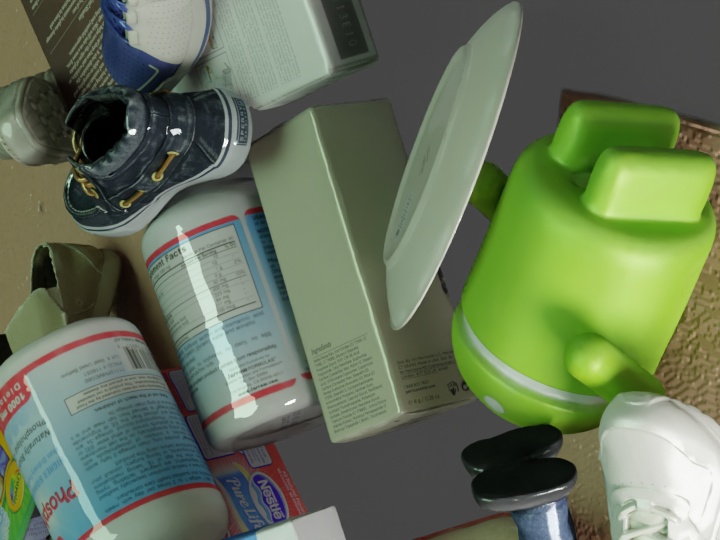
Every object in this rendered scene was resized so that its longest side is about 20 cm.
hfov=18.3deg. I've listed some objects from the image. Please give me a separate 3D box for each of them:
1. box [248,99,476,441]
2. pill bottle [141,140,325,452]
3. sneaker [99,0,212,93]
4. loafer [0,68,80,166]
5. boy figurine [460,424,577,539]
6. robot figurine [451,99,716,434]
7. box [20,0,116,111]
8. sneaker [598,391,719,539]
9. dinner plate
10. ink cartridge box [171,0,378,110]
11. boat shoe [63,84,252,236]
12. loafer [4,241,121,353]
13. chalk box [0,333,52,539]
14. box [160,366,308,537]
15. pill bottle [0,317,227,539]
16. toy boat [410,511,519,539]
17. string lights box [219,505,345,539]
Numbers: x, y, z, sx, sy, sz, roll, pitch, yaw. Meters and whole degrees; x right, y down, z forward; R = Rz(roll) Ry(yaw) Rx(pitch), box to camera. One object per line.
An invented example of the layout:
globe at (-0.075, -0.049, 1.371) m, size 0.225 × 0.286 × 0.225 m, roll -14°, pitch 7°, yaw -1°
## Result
box at (0.000, 0.000, 1.404) m, size 0.082 × 0.068 × 0.200 m, roll -25°, pitch 78°, yaw 50°
pill bottle at (-0.081, 0.011, 1.486) m, size 0.109 × 0.109 × 0.200 m, roll -35°, pitch 70°, yaw 48°
sneaker at (-0.141, -0.189, 1.336) m, size 0.081 × 0.115 × 0.200 m, roll 53°, pitch 140°, yaw 24°
loafer at (-0.240, -0.103, 1.611) m, size 0.070 × 0.070 × 0.200 m, roll 61°, pitch -175°, yaw -7°
boy figurine at (0.106, 0.183, 1.234) m, size 0.124 × 0.064 × 0.200 m, roll -106°, pitch 3°, yaw -62°
robot figurine at (0.121, 0.005, 1.230) m, size 0.176 × 0.116 × 0.200 m, roll 59°, pitch 139°, yaw 43°
box at (-0.164, -0.156, 1.584) m, size 0.100 × 0.075 × 0.200 m, roll -45°, pitch 61°, yaw 45°
sneaker at (0.163, 0.156, 1.175) m, size 0.078 × 0.099 × 0.200 m, roll 1°, pitch 126°, yaw 35°
dinner plate at (0.046, -0.063, 1.282) m, size 0.200 × 0.024 × 0.200 m, roll -161°, pitch 90°, yaw -85°
ink cartridge box at (-0.082, -0.197, 1.389) m, size 0.173 × 0.044 × 0.200 m, roll -18°, pitch 91°, yaw 55°
boat shoe at (-0.158, -0.074, 1.420) m, size 0.200 × 0.091 × 0.071 m, roll -24°, pitch 66°, yaw 51°
loafer at (-0.225, 0.056, 1.630) m, size 0.076 × 0.068 × 0.200 m, roll -54°, pitch 21°, yaw 38°
chalk box at (-0.231, 0.156, 1.688) m, size 0.200 × 0.125 × 0.124 m, roll 52°, pitch 133°, yaw 32°
box at (-0.107, 0.172, 1.558) m, size 0.095 × 0.103 × 0.200 m, roll -50°, pitch 61°, yaw 45°
pill bottle at (-0.153, 0.139, 1.443) m, size 0.109 × 0.109 × 0.200 m, roll -51°, pitch 60°, yaw 43°
toy boat at (0.053, 0.224, 1.361) m, size 0.200 × 0.131 × 0.131 m, roll -18°, pitch 85°, yaw 9°
string lights box at (-0.095, 0.216, 1.314) m, size 0.200 × 0.059 × 0.103 m, roll -20°, pitch 86°, yaw 25°
